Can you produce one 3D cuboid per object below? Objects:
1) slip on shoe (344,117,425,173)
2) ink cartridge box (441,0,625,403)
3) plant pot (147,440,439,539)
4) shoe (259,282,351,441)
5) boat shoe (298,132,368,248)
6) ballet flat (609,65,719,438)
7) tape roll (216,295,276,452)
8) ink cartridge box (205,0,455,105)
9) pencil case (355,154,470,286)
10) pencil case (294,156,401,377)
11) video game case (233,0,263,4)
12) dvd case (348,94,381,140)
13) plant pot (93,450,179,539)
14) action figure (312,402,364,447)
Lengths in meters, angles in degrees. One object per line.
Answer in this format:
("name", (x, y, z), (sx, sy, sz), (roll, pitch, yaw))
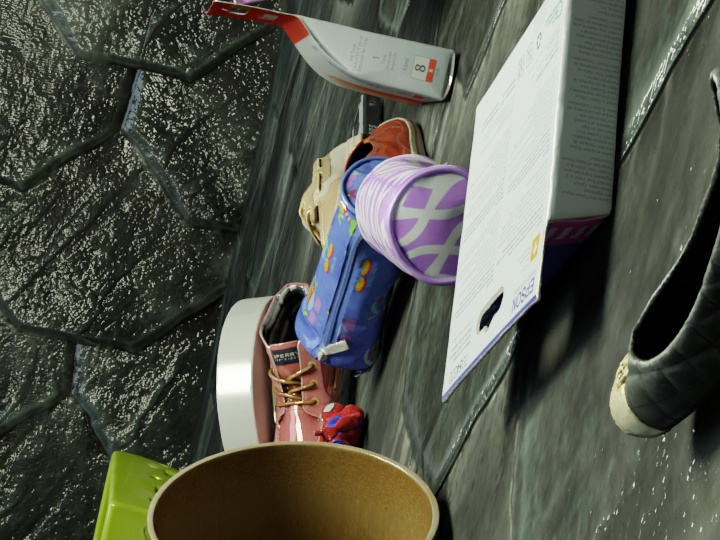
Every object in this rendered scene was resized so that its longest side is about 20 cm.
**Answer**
("slip on shoe", (0.017, -0.092, 1.779), (0.200, 0.061, 0.074), (-102, 23, -75))
("ink cartridge box", (0.098, -0.041, 1.178), (0.196, 0.043, 0.200), (124, 155, -67))
("plant pot", (-0.044, 0.243, 1.366), (0.186, 0.186, 0.200), (-95, 5, -65))
("shoe", (-0.056, 0.106, 1.842), (0.091, 0.071, 0.200), (57, -150, -39))
("boat shoe", (-0.019, -0.053, 1.865), (0.074, 0.069, 0.200), (60, -162, -21))
("ballet flat", (0.132, -0.009, 0.810), (0.066, 0.057, 0.200), (-85, 10, -46))
("tape roll", (-0.081, 0.123, 1.924), (0.203, 0.037, 0.203), (-7, -90, -73))
("ink cartridge box", (-0.031, -0.180, 1.734), (0.162, 0.200, 0.050), (-153, 72, -83))
("pencil case", (0.046, -0.040, 1.422), (0.085, 0.084, 0.200), (-43, 10, -2))
("pencil case", (0.000, 0.000, 1.691), (0.200, 0.078, 0.087), (109, -174, -46))
("video game case", (-0.016, -0.275, 1.801), (0.181, 0.200, 0.036), (-106, 6, -73))
("dvd case", (-0.007, -0.061, 2.048), (0.200, 0.025, 0.150), (-90, 14, -55))
("plant pot", (-0.224, 0.344, 2.433), (0.200, 0.181, 0.199), (-109, 32, -76))
("action figure", (-0.019, 0.161, 1.720), (0.200, 0.052, 0.065), (-90, 11, -67))
